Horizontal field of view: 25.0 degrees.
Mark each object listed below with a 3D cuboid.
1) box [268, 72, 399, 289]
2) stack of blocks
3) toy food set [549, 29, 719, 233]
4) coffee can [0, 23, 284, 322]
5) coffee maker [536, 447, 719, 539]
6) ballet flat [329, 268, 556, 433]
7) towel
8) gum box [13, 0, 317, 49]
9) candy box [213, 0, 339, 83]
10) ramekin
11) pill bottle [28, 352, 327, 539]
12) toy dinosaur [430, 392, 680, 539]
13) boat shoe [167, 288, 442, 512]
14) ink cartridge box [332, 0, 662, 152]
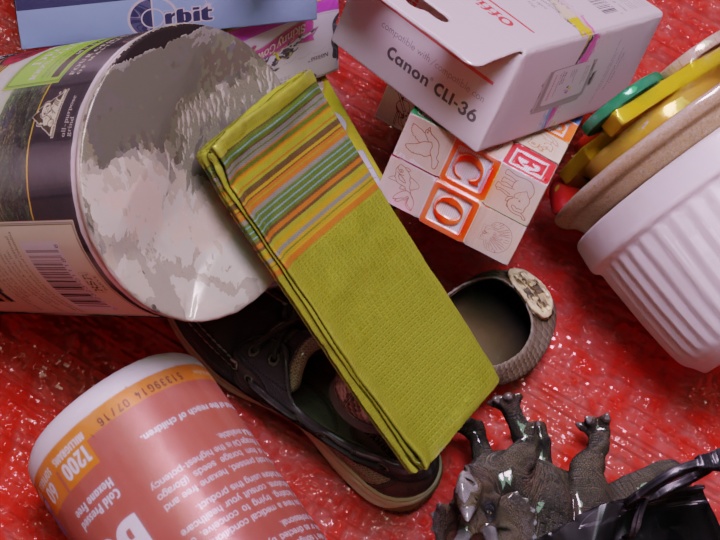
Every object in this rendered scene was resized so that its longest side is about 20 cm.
[{"bbox_3d":[-0.066,-0.077,0.980,0.116,0.049,0.201,-14,51,-15],"label":"box"},{"bbox_3d":[0.072,-0.095,0.975,0.115,0.059,0.200,27,33,4],"label":"stack of blocks"},{"bbox_3d":[0.195,-0.091,0.962,0.199,0.198,0.049,-31,81,-19],"label":"toy food set"},{"bbox_3d":[-0.147,-0.047,0.862,0.146,0.199,0.148,0,90,-45],"label":"coffee can"},{"bbox_3d":[0.150,0.221,0.794,0.134,0.192,0.201,-16,65,-11],"label":"coffee maker"},{"bbox_3d":[0.057,0.037,0.922,0.067,0.046,0.199,48,39,18],"label":"ballet flat"},{"bbox_3d":[0.000,0.000,0.828,0.086,0.018,0.201,-43,107,-35],"label":"towel"},{"bbox_3d":[-0.124,-0.215,0.964,0.168,0.045,0.201,-7,44,-9],"label":"gum box"},{"bbox_3d":[-0.118,-0.179,1.004,0.136,0.061,0.200,-22,50,-21],"label":"candy box"},{"bbox_3d":[0.235,-0.028,0.942,0.199,0.200,0.105,-31,81,-22],"label":"ramekin"},{"bbox_3d":[-0.077,0.151,0.843,0.112,0.112,0.200,-30,70,-22],"label":"pill bottle"},{"bbox_3d":[0.104,0.129,0.913,0.199,0.077,0.103,16,59,-38],"label":"toy dinosaur"},{"bbox_3d":[-0.030,0.053,0.928,0.199,0.065,0.073,37,63,11],"label":"boat shoe"},{"bbox_3d":[0.068,-0.134,0.911,0.116,0.068,0.199,39,34,23],"label":"ink cartridge box"}]
